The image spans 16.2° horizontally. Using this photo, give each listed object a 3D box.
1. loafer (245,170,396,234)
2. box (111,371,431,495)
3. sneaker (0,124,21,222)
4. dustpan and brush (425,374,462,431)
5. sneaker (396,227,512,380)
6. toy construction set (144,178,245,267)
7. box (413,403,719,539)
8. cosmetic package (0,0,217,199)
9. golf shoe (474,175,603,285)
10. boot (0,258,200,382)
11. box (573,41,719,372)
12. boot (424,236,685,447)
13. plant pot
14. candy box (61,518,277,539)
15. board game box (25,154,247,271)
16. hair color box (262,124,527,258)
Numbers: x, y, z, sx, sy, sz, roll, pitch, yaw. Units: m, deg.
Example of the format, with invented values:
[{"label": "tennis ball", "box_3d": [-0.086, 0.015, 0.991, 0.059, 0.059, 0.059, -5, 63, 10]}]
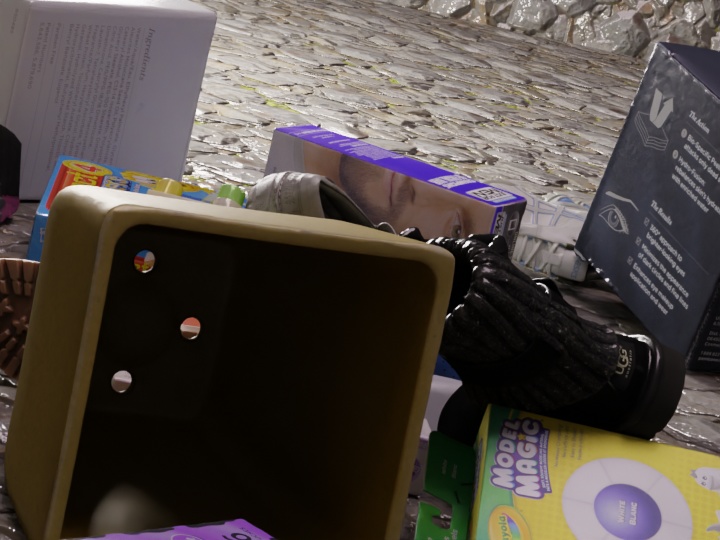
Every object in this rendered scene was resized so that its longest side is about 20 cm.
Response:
[{"label": "loafer", "box_3d": [0.000, 0.000, 1.744, 0.070, 0.070, 0.200, -13, -38, 34]}, {"label": "box", "box_3d": [-0.057, 0.094, 1.522, 0.200, 0.039, 0.041, 11, 15, -11]}, {"label": "sneaker", "box_3d": [-0.335, -0.079, 1.865, 0.086, 0.080, 0.200, 11, 4, 36]}, {"label": "dustpan and brush", "box_3d": [0.052, 0.098, 1.610, 0.200, 0.057, 0.140, 10, 1, 11]}, {"label": "sneaker", "box_3d": [0.095, 0.039, 1.701, 0.200, 0.111, 0.077, 21, 22, -2]}, {"label": "toy construction set", "box_3d": [-0.039, 0.002, 1.624, 0.200, 0.092, 0.131, 15, -25, 39]}, {"label": "box", "box_3d": [0.130, 0.143, 1.388, 0.200, 0.048, 0.117, 11, 48, -3]}, {"label": "cosmetic package", "box_3d": [-0.254, -0.158, 2.064, 0.200, 0.165, 0.165, -1, 21, -45]}, {"label": "golf shoe", "box_3d": [0.149, -0.026, 2.141, 0.200, 0.078, 0.097, 1, 25, -40]}, {"label": "boot", "box_3d": [-0.155, 0.041, 1.585, 0.200, 0.075, 0.107, 21, 10, -7]}, {"label": "box", "box_3d": [0.292, -0.049, 2.032, 0.117, 0.200, 0.197, 6, 27, -29]}, {"label": "boot", "box_3d": [0.067, 0.052, 1.456, 0.158, 0.080, 0.211, 24, -29, -25]}, {"label": "plant pot", "box_3d": [-0.092, 0.050, 1.370, 0.195, 0.195, 0.200, 7, 10, -24]}, {"label": "candy box", "box_3d": [-0.074, 0.179, 1.099, 0.168, 0.072, 0.200, 26, 18, 39]}, {"label": "board game box", "box_3d": [-0.138, -0.017, 1.846, 0.196, 0.056, 0.200, 13, 14, -6]}, {"label": "hair color box", "box_3d": [0.018, -0.032, 1.948, 0.200, 0.109, 0.065, 19, 15, 23]}]
